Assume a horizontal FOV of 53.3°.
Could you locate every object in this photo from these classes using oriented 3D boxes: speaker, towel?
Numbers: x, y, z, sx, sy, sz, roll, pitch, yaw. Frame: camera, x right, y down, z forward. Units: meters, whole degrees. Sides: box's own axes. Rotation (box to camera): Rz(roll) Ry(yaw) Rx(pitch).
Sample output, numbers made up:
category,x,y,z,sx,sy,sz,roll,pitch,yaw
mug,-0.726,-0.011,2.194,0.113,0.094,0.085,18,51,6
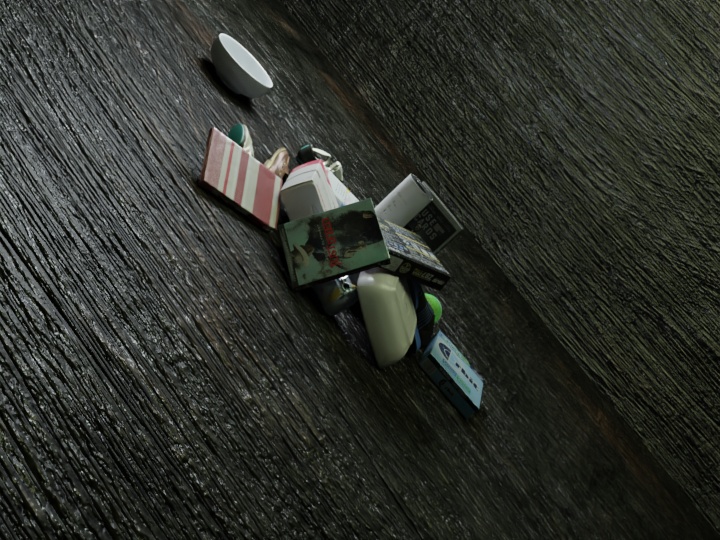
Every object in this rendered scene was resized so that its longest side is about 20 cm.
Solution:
category,x,y,z,sx,sy,sz,roll,pitch,yaw
speaker,0.074,-0.131,1.681,0.081,0.200,0.082,41,18,-17
speaker,0.136,0.098,1.766,0.089,0.088,0.199,53,18,18
towel,-0.239,-0.182,1.457,0.199,0.023,0.146,36,45,-38

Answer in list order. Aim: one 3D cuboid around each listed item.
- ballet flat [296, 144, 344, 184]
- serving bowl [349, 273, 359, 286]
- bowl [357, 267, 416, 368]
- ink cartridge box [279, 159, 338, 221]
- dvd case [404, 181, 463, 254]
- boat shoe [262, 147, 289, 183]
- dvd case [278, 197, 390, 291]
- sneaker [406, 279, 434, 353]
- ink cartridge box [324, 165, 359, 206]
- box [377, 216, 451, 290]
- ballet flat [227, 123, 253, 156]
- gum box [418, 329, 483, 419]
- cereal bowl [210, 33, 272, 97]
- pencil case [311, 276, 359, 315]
category,x,y,z,sx,sy,sz,roll,pitch,yaw
ballet flat,-0.096,-0.293,2.062,0.199,0.068,0.068,35,20,-38
serving bowl,0.000,0.000,1.670,0.200,0.066,0.201,43,18,-17
bowl,0.062,0.077,1.489,0.200,0.073,0.204,-62,137,-68
ink cartridge box,-0.109,-0.149,1.608,0.201,0.081,0.149,-81,154,-69
dvd case,0.128,-0.090,1.727,0.151,0.200,0.025,50,16,7
boat shoe,-0.202,-0.228,1.668,0.068,0.072,0.201,49,22,-13
dvd case,-0.053,-0.052,1.408,0.022,0.196,0.148,75,-1,-63
sneaker,0.127,0.086,1.617,0.069,0.203,0.077,23,40,39
ink cartridge box,-0.063,-0.162,1.835,0.200,0.083,0.146,45,18,-12
box,0.083,-0.045,1.520,0.198,0.049,0.162,19,27,-41
ballet flat,-0.263,-0.244,1.570,0.062,0.067,0.202,47,24,-37
gum box,0.222,0.245,1.727,0.170,0.044,0.200,48,18,0
cereal bowl,-0.342,-0.555,1.996,0.200,0.083,0.201,42,18,-17
pencil case,-0.080,-0.007,1.452,0.201,0.082,0.091,56,-14,24
